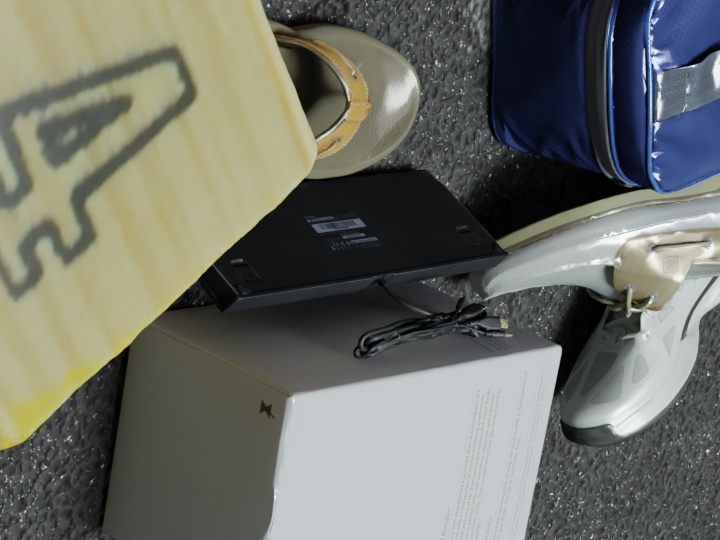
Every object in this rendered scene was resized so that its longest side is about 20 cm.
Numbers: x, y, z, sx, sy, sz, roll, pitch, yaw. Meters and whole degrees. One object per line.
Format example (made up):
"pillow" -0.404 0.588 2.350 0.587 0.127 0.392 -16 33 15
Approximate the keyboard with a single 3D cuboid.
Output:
"keyboard" 0.000 0.000 1.321 0.200 0.127 0.021 -9 138 -45

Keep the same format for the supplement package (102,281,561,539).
"supplement package" -0.014 0.085 1.339 0.200 0.120 0.122 -7 114 -46

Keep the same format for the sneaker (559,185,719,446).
"sneaker" 0.159 0.000 1.543 0.201 0.075 0.116 -54 130 -28

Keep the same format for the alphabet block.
"alphabet block" -0.167 -0.085 1.040 0.196 0.195 0.200 -43 135 -24

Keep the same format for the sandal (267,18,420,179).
"sandal" -0.035 -0.089 1.288 0.200 0.054 0.081 16 95 -50

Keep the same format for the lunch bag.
"lunch bag" 0.182 -0.128 1.450 0.200 0.132 0.136 -25 124 -38

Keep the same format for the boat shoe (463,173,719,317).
"boat shoe" 0.156 -0.010 1.466 0.199 0.075 0.069 -16 88 -11
